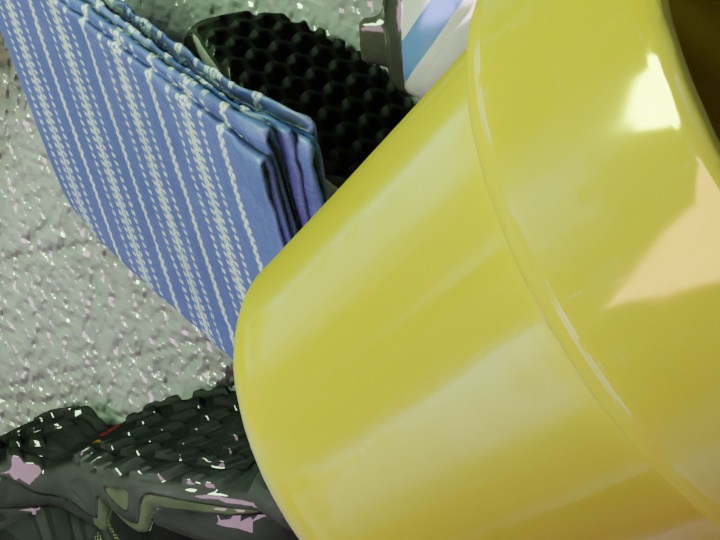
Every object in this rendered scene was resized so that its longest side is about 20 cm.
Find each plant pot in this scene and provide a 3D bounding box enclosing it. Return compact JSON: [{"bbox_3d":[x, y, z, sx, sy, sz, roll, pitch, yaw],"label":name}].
[{"bbox_3d":[0.072,0.009,0.781,0.189,0.201,0.201,-32,85,31],"label":"plant pot"}]

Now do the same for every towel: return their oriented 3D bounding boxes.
[{"bbox_3d":[-0.062,-0.032,0.947,0.200,0.024,0.145,38,153,44],"label":"towel"}]

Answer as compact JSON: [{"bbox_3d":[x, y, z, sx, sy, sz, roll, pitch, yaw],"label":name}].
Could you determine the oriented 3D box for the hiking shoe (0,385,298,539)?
[{"bbox_3d":[-0.072,0.103,1.045,0.200,0.076,0.101,-4,112,49],"label":"hiking shoe"}]

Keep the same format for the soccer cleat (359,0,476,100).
[{"bbox_3d":[0.048,-0.147,0.860,0.086,0.070,0.200,5,109,13],"label":"soccer cleat"}]

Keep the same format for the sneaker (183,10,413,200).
[{"bbox_3d":[0.000,0.000,0.939,0.200,0.070,0.090,43,125,16],"label":"sneaker"}]
